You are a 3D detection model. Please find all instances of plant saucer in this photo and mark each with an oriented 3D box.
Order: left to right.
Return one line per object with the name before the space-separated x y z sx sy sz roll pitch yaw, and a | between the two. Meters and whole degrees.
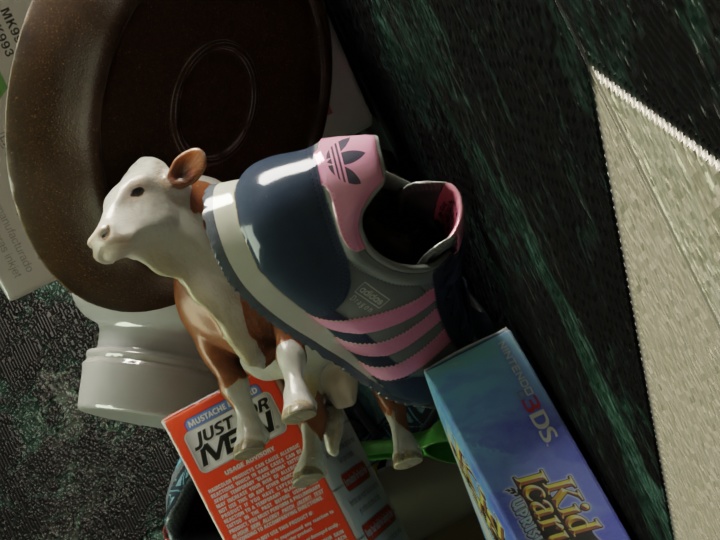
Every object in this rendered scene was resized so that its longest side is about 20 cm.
plant saucer | -0.073 -0.076 1.110 0.032 0.200 0.200 15 142 37

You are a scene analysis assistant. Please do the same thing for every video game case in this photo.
video game case | 0.099 0.152 1.065 0.181 0.045 0.200 71 173 -53

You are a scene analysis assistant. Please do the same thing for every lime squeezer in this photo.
lime squeezer | 0.059 0.113 1.251 0.200 0.071 0.038 32 150 19

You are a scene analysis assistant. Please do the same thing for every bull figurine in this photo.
bull figurine | -0.040 0.022 1.083 0.200 0.065 0.122 24 -134 -59

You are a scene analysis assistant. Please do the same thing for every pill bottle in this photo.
pill bottle | -0.089 -0.018 1.333 0.120 0.119 0.201 92 -174 -82

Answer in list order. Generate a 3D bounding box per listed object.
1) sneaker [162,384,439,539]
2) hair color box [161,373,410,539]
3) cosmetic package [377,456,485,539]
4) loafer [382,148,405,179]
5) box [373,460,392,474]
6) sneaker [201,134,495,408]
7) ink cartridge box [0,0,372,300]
sneaker | -0.028 0.099 1.364 0.079 0.200 0.096 48 -153 -8
hair color box | -0.013 0.142 1.199 0.200 0.064 0.111 64 -171 3
cosmetic package | 0.064 0.198 1.410 0.200 0.105 0.071 65 175 -32
loafer | 0.000 0.000 1.228 0.200 0.071 0.073 83 161 -77
box | 0.004 0.162 1.507 0.070 0.064 0.200 66 -147 -49
sneaker | 0.021 0.002 1.042 0.200 0.082 0.070 29 -139 -55
ink cartridge box | -0.115 -0.099 1.215 0.146 0.200 0.088 67 172 -20
